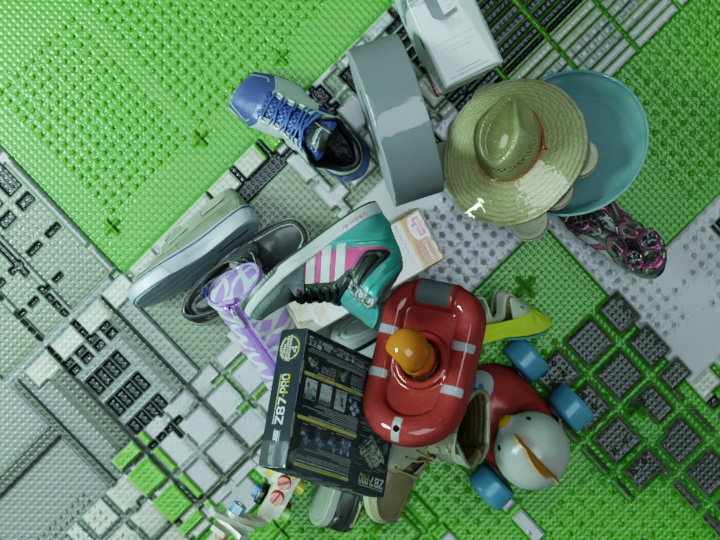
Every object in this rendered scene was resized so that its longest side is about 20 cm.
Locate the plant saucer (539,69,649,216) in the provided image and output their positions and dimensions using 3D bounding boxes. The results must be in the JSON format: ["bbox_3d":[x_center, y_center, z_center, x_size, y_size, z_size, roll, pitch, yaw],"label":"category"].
[{"bbox_3d":[0.272,-0.159,1.370,0.197,0.036,0.203,-7,70,20],"label":"plant saucer"}]

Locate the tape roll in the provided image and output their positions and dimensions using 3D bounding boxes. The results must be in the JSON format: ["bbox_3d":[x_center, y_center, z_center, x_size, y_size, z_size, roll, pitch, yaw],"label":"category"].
[{"bbox_3d":[0.043,-0.184,1.313,0.065,0.200,0.203,-18,95,1],"label":"tape roll"}]

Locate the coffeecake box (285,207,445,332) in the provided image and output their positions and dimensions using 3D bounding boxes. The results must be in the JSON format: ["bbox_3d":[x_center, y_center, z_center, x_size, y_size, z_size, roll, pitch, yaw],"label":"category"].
[{"bbox_3d":[0.000,0.000,1.348,0.198,0.154,0.074,-29,92,0],"label":"coffeecake box"}]

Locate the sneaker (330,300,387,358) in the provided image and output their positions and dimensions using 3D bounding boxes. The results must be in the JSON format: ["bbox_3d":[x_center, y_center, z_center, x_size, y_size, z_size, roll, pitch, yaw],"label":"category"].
[{"bbox_3d":[0.059,0.082,1.405,0.197,0.077,0.081,-20,119,-5],"label":"sneaker"}]

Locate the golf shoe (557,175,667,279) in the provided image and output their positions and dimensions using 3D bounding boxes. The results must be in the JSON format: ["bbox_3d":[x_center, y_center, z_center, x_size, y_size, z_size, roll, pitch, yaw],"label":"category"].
[{"bbox_3d":[0.314,-0.060,1.395,0.073,0.092,0.200,-44,71,3],"label":"golf shoe"}]

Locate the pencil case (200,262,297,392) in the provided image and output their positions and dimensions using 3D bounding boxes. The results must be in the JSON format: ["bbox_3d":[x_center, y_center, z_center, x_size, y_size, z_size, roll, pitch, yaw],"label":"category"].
[{"bbox_3d":[-0.116,0.083,1.351,0.083,0.086,0.201,-26,122,12],"label":"pencil case"}]

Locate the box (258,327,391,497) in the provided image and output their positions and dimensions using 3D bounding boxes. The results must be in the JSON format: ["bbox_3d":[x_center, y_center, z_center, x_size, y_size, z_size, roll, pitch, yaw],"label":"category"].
[{"bbox_3d":[-0.030,0.175,1.280,0.049,0.199,0.164,-6,69,36],"label":"box"}]

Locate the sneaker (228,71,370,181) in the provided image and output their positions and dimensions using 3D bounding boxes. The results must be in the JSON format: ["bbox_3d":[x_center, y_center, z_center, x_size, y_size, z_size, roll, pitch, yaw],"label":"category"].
[{"bbox_3d":[-0.070,-0.186,1.352,0.198,0.115,0.081,32,92,-4],"label":"sneaker"}]

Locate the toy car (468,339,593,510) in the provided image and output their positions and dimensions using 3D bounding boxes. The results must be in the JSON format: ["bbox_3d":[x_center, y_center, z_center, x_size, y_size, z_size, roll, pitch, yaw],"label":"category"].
[{"bbox_3d":[0.199,0.207,1.347,0.184,0.200,0.177,-44,94,1],"label":"toy car"}]

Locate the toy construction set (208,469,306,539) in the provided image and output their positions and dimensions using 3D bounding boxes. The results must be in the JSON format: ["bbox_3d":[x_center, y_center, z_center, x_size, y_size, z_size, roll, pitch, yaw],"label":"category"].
[{"bbox_3d":[-0.106,0.275,1.376,0.092,0.131,0.200,44,92,-4],"label":"toy construction set"}]

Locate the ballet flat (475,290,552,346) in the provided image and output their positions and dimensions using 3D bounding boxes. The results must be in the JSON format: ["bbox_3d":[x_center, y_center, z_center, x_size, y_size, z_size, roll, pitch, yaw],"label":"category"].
[{"bbox_3d":[0.167,0.062,1.368,0.197,0.067,0.068,-11,109,-28],"label":"ballet flat"}]

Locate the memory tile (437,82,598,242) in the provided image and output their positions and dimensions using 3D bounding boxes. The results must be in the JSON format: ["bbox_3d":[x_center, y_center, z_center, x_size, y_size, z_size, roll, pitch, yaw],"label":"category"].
[{"bbox_3d":[0.191,-0.140,1.366,0.199,0.017,0.154,38,89,27],"label":"memory tile"}]

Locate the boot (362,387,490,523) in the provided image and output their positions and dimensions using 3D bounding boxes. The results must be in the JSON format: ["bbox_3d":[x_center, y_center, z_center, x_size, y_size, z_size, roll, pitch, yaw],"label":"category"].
[{"bbox_3d":[0.083,0.232,1.333,0.071,0.154,0.203,22,82,-36],"label":"boot"}]

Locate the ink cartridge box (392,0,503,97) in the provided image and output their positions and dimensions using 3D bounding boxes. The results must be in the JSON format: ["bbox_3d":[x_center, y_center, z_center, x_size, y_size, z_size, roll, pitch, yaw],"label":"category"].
[{"bbox_3d":[0.094,-0.329,1.331,0.084,0.146,0.203,-24,94,2],"label":"ink cartridge box"}]

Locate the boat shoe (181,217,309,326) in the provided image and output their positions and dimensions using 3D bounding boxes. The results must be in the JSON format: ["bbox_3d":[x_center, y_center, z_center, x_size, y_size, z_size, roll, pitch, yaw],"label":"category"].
[{"bbox_3d":[-0.150,0.005,1.388,0.199,0.065,0.072,-34,94,1],"label":"boat shoe"}]

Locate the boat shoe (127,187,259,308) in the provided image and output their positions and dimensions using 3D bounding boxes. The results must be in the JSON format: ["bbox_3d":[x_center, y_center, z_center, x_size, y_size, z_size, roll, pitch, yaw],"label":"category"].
[{"bbox_3d":[-0.224,-0.028,1.391,0.199,0.072,0.062,-36,70,-3],"label":"boat shoe"}]

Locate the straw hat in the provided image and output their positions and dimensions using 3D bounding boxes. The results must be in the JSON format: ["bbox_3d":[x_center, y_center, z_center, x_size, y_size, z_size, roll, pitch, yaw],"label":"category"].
[{"bbox_3d":[0.181,-0.164,1.320,0.198,0.085,0.205,-7,71,20],"label":"straw hat"}]

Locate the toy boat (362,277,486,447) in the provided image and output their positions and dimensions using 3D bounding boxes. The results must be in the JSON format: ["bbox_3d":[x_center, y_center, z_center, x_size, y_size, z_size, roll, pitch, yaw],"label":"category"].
[{"bbox_3d":[0.065,0.103,1.243,0.129,0.131,0.203,10,80,23],"label":"toy boat"}]

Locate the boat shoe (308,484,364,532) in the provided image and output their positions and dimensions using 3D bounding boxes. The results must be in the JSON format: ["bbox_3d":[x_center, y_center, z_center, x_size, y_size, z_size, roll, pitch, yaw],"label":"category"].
[{"bbox_3d":[-0.004,0.246,1.412,0.060,0.072,0.204,24,87,-27],"label":"boat shoe"}]

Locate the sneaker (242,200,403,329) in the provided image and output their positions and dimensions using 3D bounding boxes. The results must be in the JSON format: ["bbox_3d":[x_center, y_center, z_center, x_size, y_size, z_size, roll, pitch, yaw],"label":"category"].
[{"bbox_3d":[-0.029,0.025,1.233,0.199,0.084,0.121,-36,81,-1],"label":"sneaker"}]
